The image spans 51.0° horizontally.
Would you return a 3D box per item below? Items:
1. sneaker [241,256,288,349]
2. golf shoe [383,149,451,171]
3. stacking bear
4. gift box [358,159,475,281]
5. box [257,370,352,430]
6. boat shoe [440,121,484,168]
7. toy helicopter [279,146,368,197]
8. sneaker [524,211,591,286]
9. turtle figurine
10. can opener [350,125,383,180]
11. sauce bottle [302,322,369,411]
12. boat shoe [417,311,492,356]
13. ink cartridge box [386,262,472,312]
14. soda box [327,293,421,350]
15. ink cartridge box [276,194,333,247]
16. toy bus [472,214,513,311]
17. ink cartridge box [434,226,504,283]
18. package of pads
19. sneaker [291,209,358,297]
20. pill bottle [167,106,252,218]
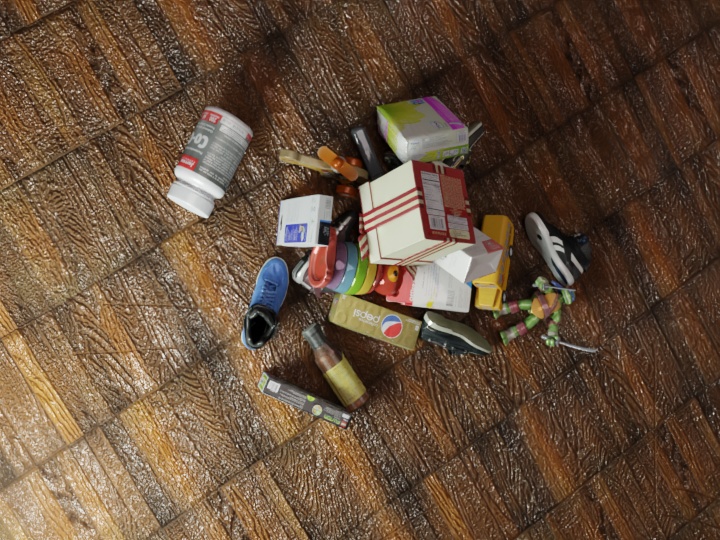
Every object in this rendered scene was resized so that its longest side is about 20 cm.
[{"bbox_3d":[-0.195,0.069,1.579,0.075,0.111,0.204,23,84,-12],"label":"sneaker"},{"bbox_3d":[0.141,-0.240,1.638,0.088,0.198,0.078,-48,141,-18],"label":"golf shoe"},{"bbox_3d":[0.000,0.000,1.571,0.196,0.113,0.125,14,69,-23],"label":"stacking bear"},{"bbox_3d":[0.103,-0.094,1.526,0.182,0.185,0.205,9,70,-40],"label":"gift box"},{"bbox_3d":[-0.119,0.274,1.596,0.197,0.110,0.035,26,84,-12],"label":"box"},{"bbox_3d":[0.212,-0.253,1.711,0.201,0.072,0.061,-43,103,-4],"label":"boat shoe"},{"bbox_3d":[-0.076,-0.221,1.603,0.195,0.132,0.081,14,86,-13],"label":"toy helicopter"},{"bbox_3d":[0.471,-0.075,1.775,0.111,0.073,0.202,-38,106,-15],"label":"sneaker"},{"bbox_3d":[0.400,0.097,1.699,0.190,0.202,0.145,-21,128,9],"label":"turtle figurine"},{"bbox_3d":[0.046,-0.227,1.656,0.066,0.053,0.204,-24,105,0],"label":"can opener"},{"bbox_3d":[-0.056,0.207,1.636,0.065,0.066,0.203,-33,99,-12],"label":"sauce bottle"},{"bbox_3d":[0.210,0.159,1.703,0.196,0.075,0.067,22,115,-31],"label":"boat shoe"},{"bbox_3d":[0.148,0.024,1.689,0.195,0.067,0.119,8,87,-14],"label":"ink cartridge box"},{"bbox_3d":[0.030,0.112,1.660,0.196,0.064,0.069,20,84,-13],"label":"soda box"},{"bbox_3d":[-0.118,-0.100,1.564,0.038,0.199,0.102,6,89,-29],"label":"ink cartridge box"},{"bbox_3d":[0.299,-0.016,1.703,0.064,0.078,0.205,4,72,28],"label":"toy bus"},{"bbox_3d":[0.200,-0.061,1.653,0.115,0.199,0.069,-14,131,-39],"label":"ink cartridge box"},{"bbox_3d":[0.127,-0.305,1.626,0.151,0.201,0.070,-13,126,-14],"label":"package of pads"},{"bbox_3d":[-0.050,-0.027,1.645,0.115,0.076,0.201,42,89,-16],"label":"sneaker"},{"bbox_3d":[-0.312,-0.221,1.553,0.112,0.114,0.204,27,83,-12],"label":"pill bottle"}]
